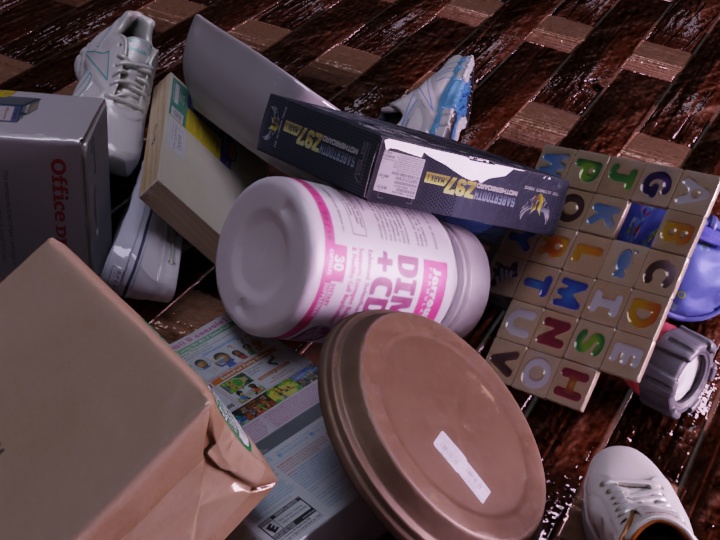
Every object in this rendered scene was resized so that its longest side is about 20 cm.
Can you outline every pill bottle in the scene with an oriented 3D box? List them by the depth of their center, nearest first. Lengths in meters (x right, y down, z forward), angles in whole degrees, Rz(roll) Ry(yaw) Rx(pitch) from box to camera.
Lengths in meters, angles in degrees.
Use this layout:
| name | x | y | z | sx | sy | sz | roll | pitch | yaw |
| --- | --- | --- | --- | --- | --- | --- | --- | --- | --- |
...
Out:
| name | x | y | z | sx | sy | sz | roll | pitch | yaw |
| --- | --- | --- | --- | --- | --- | --- | --- | --- | --- |
| pill bottle | 0.000 | 0.000 | 0.951 | 0.198 | 0.115 | 0.113 | 8 | 24 | -43 |

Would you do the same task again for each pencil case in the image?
| name | x | y | z | sx | sy | sz | roll | pitch | yaw |
| --- | --- | --- | --- | --- | --- | --- | --- | --- | --- |
| pencil case | 0.255 | -0.023 | 1.043 | 0.077 | 0.088 | 0.200 | 18 | 14 | -3 |

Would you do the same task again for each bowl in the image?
| name | x | y | z | sx | sy | sz | roll | pitch | yaw |
| --- | --- | --- | --- | --- | --- | --- | --- | --- | --- |
| bowl | -0.062 | -0.132 | 1.138 | 0.199 | 0.075 | 0.199 | 36 | 6 | 39 |

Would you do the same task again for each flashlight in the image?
| name | x | y | z | sx | sy | sz | roll | pitch | yaw |
| --- | --- | --- | --- | --- | --- | --- | --- | --- | --- |
| flashlight | 0.186 | 0.045 | 1.011 | 0.067 | 0.069 | 0.199 | -15 | 32 | -40 |

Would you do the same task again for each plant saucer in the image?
| name | x | y | z | sx | sy | sz | roll | pitch | yaw |
| --- | --- | --- | --- | --- | --- | --- | --- | --- | --- |
| plant saucer | 0.055 | 0.106 | 0.828 | 0.199 | 0.029 | 0.202 | 34 | 35 | -27 |

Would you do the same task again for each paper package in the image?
| name | x | y | z | sx | sy | sz | roll | pitch | yaw |
| --- | --- | --- | --- | --- | --- | --- | --- | --- | --- |
| paper package | -0.184 | 0.112 | 0.757 | 0.191 | 0.104 | 0.199 | -45 | 51 | -10 |

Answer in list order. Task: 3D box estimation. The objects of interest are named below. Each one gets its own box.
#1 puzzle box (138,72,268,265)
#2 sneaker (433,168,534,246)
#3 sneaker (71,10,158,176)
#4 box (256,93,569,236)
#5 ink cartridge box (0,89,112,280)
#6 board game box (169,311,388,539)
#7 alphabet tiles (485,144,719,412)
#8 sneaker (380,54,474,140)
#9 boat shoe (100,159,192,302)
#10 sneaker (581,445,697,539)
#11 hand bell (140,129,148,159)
| name | x | y | z | sx | sy | sz | roll | pitch | yaw |
| --- | --- | --- | --- | --- | --- | --- | --- | --- | --- |
| puzzle box | -0.132 | -0.080 | 1.105 | 0.133 | 0.025 | 0.201 | 43 | 21 | -27 |
| sneaker | 0.137 | -0.057 | 1.113 | 0.197 | 0.080 | 0.075 | 20 | 7 | 20 |
| sneaker | -0.217 | -0.164 | 1.125 | 0.070 | 0.080 | 0.202 | 26 | 33 | -31 |
| box | 0.041 | -0.082 | 0.987 | 0.198 | 0.052 | 0.157 | 9 | 12 | -39 |
| ink cartridge box | -0.307 | -0.066 | 1.027 | 0.196 | 0.147 | 0.088 | 5 | 33 | 2 |
| board game box | -0.075 | 0.122 | 0.858 | 0.199 | 0.065 | 0.147 | 32 | 41 | 31 |
| alphabet tiles | 0.169 | 0.003 | 0.975 | 0.166 | 0.008 | 0.202 | 16 | 76 | 43 |
| sneaker | 0.067 | -0.168 | 1.296 | 0.085 | 0.076 | 0.201 | 7 | 34 | 14 |
| boat shoe | -0.173 | -0.036 | 1.086 | 0.066 | 0.074 | 0.202 | 22 | 37 | -12 |
| sneaker | 0.189 | 0.167 | 0.809 | 0.071 | 0.086 | 0.201 | 1 | 33 | -2 |
| hand bell | -0.233 | -0.113 | 1.183 | 0.198 | 0.106 | 0.104 | -10 | 34 | -42 |
